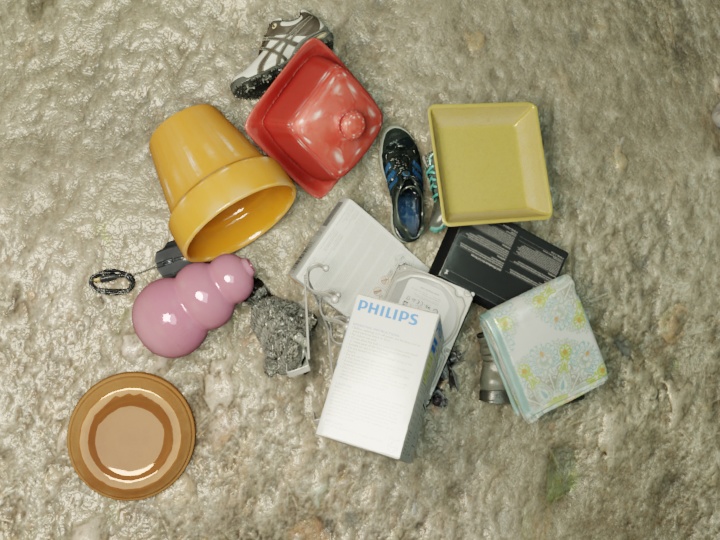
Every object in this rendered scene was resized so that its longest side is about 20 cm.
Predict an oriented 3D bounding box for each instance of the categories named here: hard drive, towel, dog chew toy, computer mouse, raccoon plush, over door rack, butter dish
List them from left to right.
[{"bbox_3d":[-0.333,-0.006,1.258,0.198,0.034,0.059,-20,92,-12],"label":"computer mouse"},{"bbox_3d":[-0.250,0.046,1.213,0.199,0.125,0.125,-32,94,4],"label":"dog chew toy"},{"bbox_3d":[-0.157,0.092,1.233,0.198,0.134,0.098,29,107,5],"label":"raccoon plush"},{"bbox_3d":[-0.048,0.110,1.195,0.066,0.148,0.202,-6,48,15],"label":"over door rack"},{"bbox_3d":[-0.044,-0.235,1.251,0.200,0.147,0.200,43,78,-34],"label":"butter dish"},{"bbox_3d":[0.086,0.102,1.284,0.138,0.038,0.202,23,76,11],"label":"hard drive"},{"bbox_3d":[0.305,0.130,1.307,0.170,0.048,0.202,-24,97,-12],"label":"towel"}]

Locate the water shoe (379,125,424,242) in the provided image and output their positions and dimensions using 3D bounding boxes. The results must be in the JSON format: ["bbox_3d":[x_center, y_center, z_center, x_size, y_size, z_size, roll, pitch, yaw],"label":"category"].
[{"bbox_3d":[0.081,-0.149,1.328,0.071,0.079,0.203,-9,89,-12],"label":"water shoe"}]

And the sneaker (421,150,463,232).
[{"bbox_3d":[0.141,-0.163,1.350,0.090,0.078,0.202,22,74,-6],"label":"sneaker"}]

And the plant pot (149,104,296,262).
[{"bbox_3d":[-0.229,-0.145,1.217,0.199,0.200,0.184,-32,78,-12],"label":"plant pot"}]

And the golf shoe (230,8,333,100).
[{"bbox_3d":[-0.142,-0.356,1.302,0.199,0.078,0.095,-34,84,-18],"label":"golf shoe"}]

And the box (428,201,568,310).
[{"bbox_3d":[0.234,-0.008,1.355,0.198,0.079,0.142,27,79,-10],"label":"box"}]

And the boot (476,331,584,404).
[{"bbox_3d":[0.297,0.163,1.365,0.197,0.068,0.132,3,88,-10],"label":"boot"}]

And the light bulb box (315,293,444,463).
[{"bbox_3d":[0.036,0.162,1.144,0.123,0.198,0.202,14,77,11],"label":"light bulb box"}]

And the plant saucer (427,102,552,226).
[{"bbox_3d":[0.207,-0.172,1.303,0.197,0.048,0.203,-5,81,-16],"label":"plant saucer"}]

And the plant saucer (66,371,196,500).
[{"bbox_3d":[-0.359,0.261,1.238,0.197,0.037,0.203,1,87,-13],"label":"plant saucer"}]

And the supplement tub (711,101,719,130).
[{"bbox_3d":[0.759,-0.251,1.451,0.132,0.132,0.200,-45,97,-10],"label":"supplement tub"}]

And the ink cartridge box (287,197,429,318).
[{"bbox_3d":[0.000,0.000,1.333,0.200,0.050,0.163,40,79,-26],"label":"ink cartridge box"}]

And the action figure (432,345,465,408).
[{"bbox_3d":[0.093,0.180,1.323,0.198,0.069,0.131,-24,87,-15],"label":"action figure"}]
